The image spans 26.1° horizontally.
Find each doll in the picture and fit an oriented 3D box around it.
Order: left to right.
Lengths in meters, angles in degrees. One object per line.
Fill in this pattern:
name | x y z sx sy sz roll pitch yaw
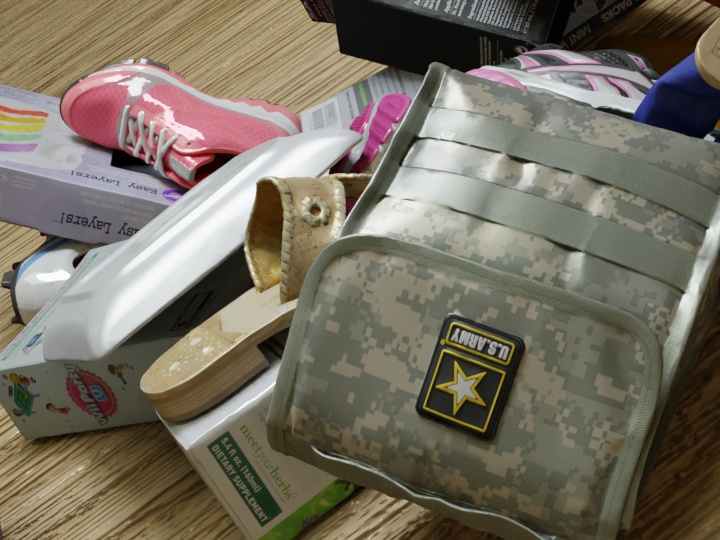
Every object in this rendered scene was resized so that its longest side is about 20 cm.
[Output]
doll | 0.149 -0.048 0.768 0.049 0.136 0.200 -63 2 -33

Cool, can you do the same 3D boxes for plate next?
plate | -0.107 -0.019 0.930 0.200 0.032 0.199 -41 10 -17

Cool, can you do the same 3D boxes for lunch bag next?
lunch bag | 0.068 0.023 0.695 0.163 0.118 0.201 18 56 16

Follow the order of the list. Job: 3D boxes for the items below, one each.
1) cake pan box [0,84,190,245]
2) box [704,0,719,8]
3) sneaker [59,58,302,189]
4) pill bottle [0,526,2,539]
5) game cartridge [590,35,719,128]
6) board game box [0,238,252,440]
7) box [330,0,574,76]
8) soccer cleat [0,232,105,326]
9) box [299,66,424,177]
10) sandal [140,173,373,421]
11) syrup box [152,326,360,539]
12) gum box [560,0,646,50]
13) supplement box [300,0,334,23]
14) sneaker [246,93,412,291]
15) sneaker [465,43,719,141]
cake pan box | -0.219 -0.080 1.246 0.198 0.053 0.185 13 25 -9
box | 0.251 -0.215 0.934 0.094 0.103 0.200 -38 49 -16
sneaker | -0.141 -0.105 1.201 0.198 0.074 0.087 12 36 1
pill bottle | -0.267 0.153 0.901 0.115 0.116 0.200 -33 23 -4
game cartridge | 0.143 -0.081 0.970 0.200 0.033 0.176 -41 26 -17
board game box | -0.136 0.034 1.041 0.199 0.065 0.148 -11 30 36
box | 0.079 -0.224 1.003 0.140 0.079 0.201 18 68 10
soccer cleat | -0.218 -0.013 1.242 0.086 0.070 0.200 -4 29 9
box | 0.053 -0.123 1.148 0.199 0.041 0.156 -29 24 7
sandal | -0.039 -0.014 0.811 0.211 0.070 0.077 -40 25 -20
syrup box | -0.003 0.052 0.828 0.199 0.079 0.081 -36 24 -10
gum box | 0.116 -0.201 1.120 0.169 0.045 0.200 -33 25 -7
supplement box | 0.031 -0.234 1.152 0.109 0.061 0.200 -41 25 -15
sneaker | 0.000 0.000 0.921 0.201 0.088 0.081 -56 22 6
sneaker | 0.148 -0.086 0.859 0.199 0.081 0.086 30 53 33
